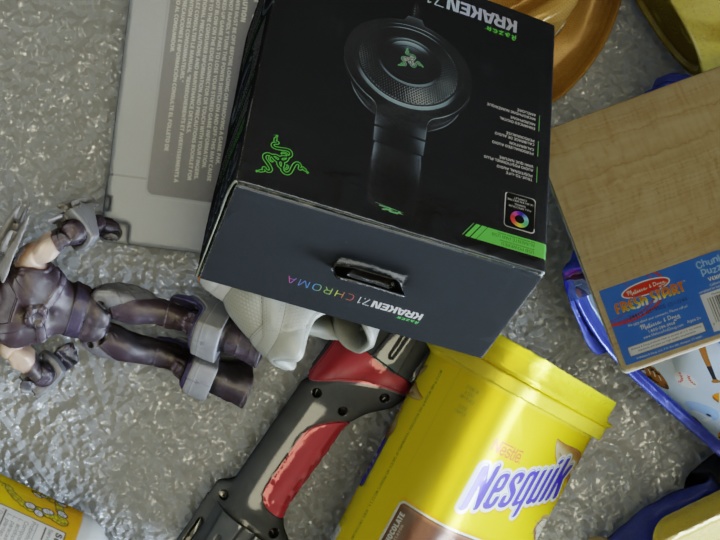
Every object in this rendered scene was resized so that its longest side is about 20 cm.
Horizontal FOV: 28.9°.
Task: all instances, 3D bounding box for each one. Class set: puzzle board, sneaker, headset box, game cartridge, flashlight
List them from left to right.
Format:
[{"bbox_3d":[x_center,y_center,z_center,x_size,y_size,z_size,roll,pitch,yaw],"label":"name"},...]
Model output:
[{"bbox_3d":[-0.087,-0.110,0.878,0.132,0.042,0.203,7,92,-15],"label":"game cartridge"},{"bbox_3d":[-0.029,0.113,0.888,0.068,0.068,0.201,35,88,-43],"label":"flashlight"},{"bbox_3d":[0.000,0.000,0.850,0.199,0.076,0.093,-26,78,-33],"label":"sneaker"},{"bbox_3d":[0.011,-0.065,0.785,0.172,0.093,0.202,17,53,-11],"label":"headset box"},{"bbox_3d":[0.215,-0.043,0.789,0.198,0.017,0.152,-20,70,4],"label":"puzzle board"}]

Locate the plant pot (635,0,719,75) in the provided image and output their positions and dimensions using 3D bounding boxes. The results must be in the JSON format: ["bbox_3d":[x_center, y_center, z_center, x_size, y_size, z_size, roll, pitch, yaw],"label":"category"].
[{"bbox_3d":[0.242,-0.202,0.864,0.141,0.200,0.201,-32,99,5],"label":"plant pot"}]

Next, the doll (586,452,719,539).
[{"bbox_3d":[0.250,0.152,0.947,0.199,0.048,0.137,-33,113,-9],"label":"doll"}]

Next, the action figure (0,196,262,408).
[{"bbox_3d":[-0.156,0.028,0.844,0.198,0.070,0.131,17,121,-12],"label":"action figure"}]

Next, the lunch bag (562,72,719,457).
[{"bbox_3d":[0.226,-0.003,0.878,0.199,0.124,0.171,39,61,-17],"label":"lunch bag"}]

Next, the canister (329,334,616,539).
[{"bbox_3d":[0.062,0.141,0.873,0.148,0.086,0.201,29,90,-51],"label":"canister"}]

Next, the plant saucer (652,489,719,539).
[{"bbox_3d":[0.270,0.203,0.922,0.198,0.048,0.202,-21,121,-17],"label":"plant saucer"}]

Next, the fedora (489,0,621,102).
[{"bbox_3d":[0.089,-0.193,0.880,0.198,0.082,0.203,-1,94,-10],"label":"fedora"}]

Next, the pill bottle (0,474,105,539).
[{"bbox_3d":[-0.221,0.180,0.830,0.198,0.113,0.114,27,88,-10],"label":"pill bottle"}]
